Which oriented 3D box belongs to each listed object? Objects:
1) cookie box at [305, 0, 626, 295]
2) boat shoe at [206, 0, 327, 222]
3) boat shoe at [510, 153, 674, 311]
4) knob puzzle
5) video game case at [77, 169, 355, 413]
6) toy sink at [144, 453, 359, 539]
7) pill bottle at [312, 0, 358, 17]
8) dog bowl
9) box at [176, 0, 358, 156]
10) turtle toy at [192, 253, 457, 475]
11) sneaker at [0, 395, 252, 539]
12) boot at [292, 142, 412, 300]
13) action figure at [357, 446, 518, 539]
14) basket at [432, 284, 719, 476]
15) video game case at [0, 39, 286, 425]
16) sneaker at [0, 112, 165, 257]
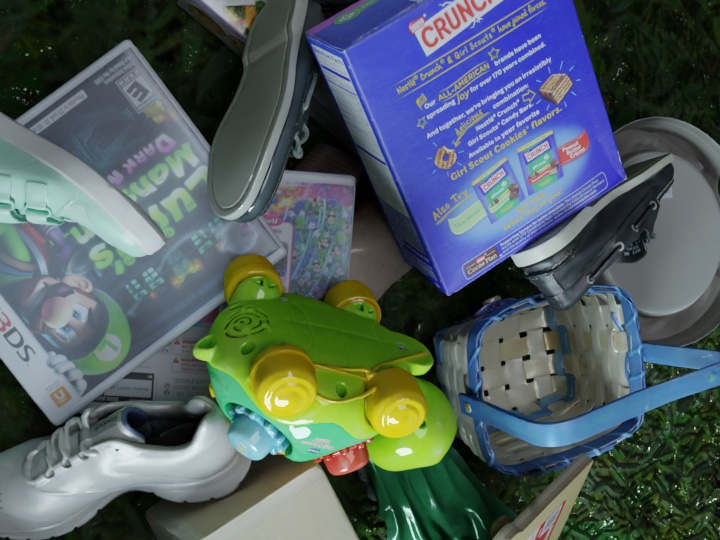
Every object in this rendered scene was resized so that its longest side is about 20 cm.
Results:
[{"bbox_3d":[0.080,-0.115,0.746,0.171,0.075,0.200,-32,121,-13],"label":"cookie box"},{"bbox_3d":[-0.052,-0.110,0.731,0.062,0.073,0.201,36,48,-34],"label":"boat shoe"},{"bbox_3d":[0.195,-0.030,0.826,0.199,0.074,0.066,-35,99,-44],"label":"boat shoe"},{"bbox_3d":[0.080,0.235,0.771,0.030,0.220,0.220,37,69,25],"label":"knob puzzle"},{"bbox_3d":[-0.108,0.016,0.757,0.199,0.024,0.183,4,93,-6],"label":"video game case"},{"bbox_3d":[-0.049,0.238,0.762,0.112,0.130,0.200,-30,100,-22],"label":"toy sink"},{"bbox_3d":[-0.008,-0.255,0.750,0.116,0.200,0.117,0,89,-23],"label":"pill bottle"},{"bbox_3d":[0.253,-0.032,0.941,0.199,0.059,0.201,1,89,-25],"label":"dog bowl"},{"bbox_3d":[-0.049,-0.159,0.817,0.200,0.041,0.039,39,75,-20],"label":"box"},{"bbox_3d":[-0.019,0.078,0.699,0.199,0.146,0.101,16,115,-24],"label":"turtle toy"},{"bbox_3d":[-0.175,0.120,0.706,0.199,0.087,0.075,-14,54,-4],"label":"sneaker"},{"bbox_3d":[0.000,0.000,0.825,0.200,0.070,0.147,26,82,-17],"label":"boot"},{"bbox_3d":[0.039,0.161,0.843,0.118,0.055,0.200,-37,107,-19],"label":"action figure"},{"bbox_3d":[0.154,0.084,0.814,0.176,0.200,0.140,-14,103,-27],"label":"basket"},{"bbox_3d":[-0.182,-0.025,0.722,0.200,0.023,0.182,-37,97,-4],"label":"video game case"},{"bbox_3d":[-0.229,-0.032,0.668,0.200,0.074,0.118,30,83,3],"label":"sneaker"}]
